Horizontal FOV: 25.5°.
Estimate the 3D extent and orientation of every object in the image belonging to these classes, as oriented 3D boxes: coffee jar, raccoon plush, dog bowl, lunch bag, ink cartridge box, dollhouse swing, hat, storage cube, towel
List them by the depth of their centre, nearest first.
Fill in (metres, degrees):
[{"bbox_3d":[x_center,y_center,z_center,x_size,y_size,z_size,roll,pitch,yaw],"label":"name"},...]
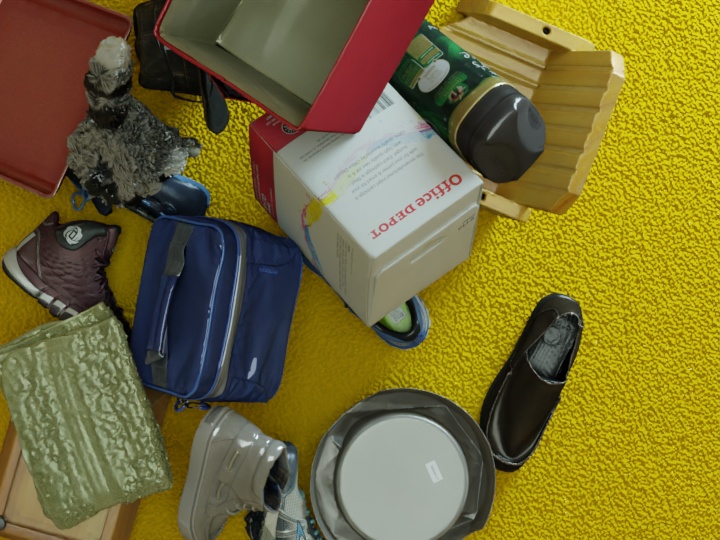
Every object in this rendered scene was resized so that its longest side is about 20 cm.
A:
[{"bbox_3d":[-0.053,-0.242,1.458,0.170,0.180,0.201,33,103,13],"label":"storage cube"},{"bbox_3d":[-0.204,-0.151,1.555,0.096,0.134,0.201,36,132,11],"label":"raccoon plush"},{"bbox_3d":[0.095,-0.173,1.588,0.085,0.104,0.200,-47,55,1],"label":"coffee jar"},{"bbox_3d":[0.004,-0.079,1.593,0.145,0.145,0.200,-33,66,-19],"label":"ink cartridge box"},{"bbox_3d":[-0.278,0.146,1.596,0.147,0.036,0.202,-20,92,7],"label":"towel"},{"bbox_3d":[-0.190,-0.222,1.600,0.080,0.201,0.203,-10,92,2],"label":"hat"},{"bbox_3d":[-0.159,0.046,1.618,0.131,0.135,0.203,10,90,-43],"label":"lunch bag"},{"bbox_3d":[0.150,-0.167,1.634,0.180,0.176,0.202,22,91,-4],"label":"dollhouse swing"},{"bbox_3d":[0.044,0.223,1.697,0.197,0.059,0.203,0,92,-4],"label":"dog bowl"}]

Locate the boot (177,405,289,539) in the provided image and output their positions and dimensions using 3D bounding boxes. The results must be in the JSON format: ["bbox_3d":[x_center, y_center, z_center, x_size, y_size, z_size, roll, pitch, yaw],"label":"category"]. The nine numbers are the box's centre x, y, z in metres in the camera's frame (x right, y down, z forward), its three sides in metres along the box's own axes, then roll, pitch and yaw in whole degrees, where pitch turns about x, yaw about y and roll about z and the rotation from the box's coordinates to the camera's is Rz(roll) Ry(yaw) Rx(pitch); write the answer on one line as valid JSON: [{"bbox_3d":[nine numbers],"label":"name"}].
[{"bbox_3d":[-0.127,0.230,1.625,0.095,0.201,0.074,28,48,16],"label":"boot"}]

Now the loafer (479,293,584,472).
[{"bbox_3d":[0.182,0.119,1.695,0.072,0.071,0.202,20,90,-4],"label":"loafer"}]

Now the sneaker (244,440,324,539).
[{"bbox_3d":[-0.077,0.282,1.694,0.085,0.077,0.203,4,94,-21],"label":"sneaker"}]

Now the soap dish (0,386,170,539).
[{"bbox_3d":[-0.300,0.201,1.662,0.155,0.081,0.202,17,92,-4],"label":"soap dish"}]

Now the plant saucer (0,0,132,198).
[{"bbox_3d":[-0.343,-0.191,1.632,0.198,0.037,0.202,22,85,24],"label":"plant saucer"}]

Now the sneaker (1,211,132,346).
[{"bbox_3d":[-0.270,0.015,1.664,0.200,0.076,0.116,41,85,-4],"label":"sneaker"}]

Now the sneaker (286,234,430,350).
[{"bbox_3d":[0.000,0.000,1.671,0.200,0.089,0.079,44,89,1],"label":"sneaker"}]

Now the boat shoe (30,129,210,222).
[{"bbox_3d":[-0.257,-0.088,1.655,0.198,0.084,0.069,20,81,-2],"label":"boat shoe"}]
